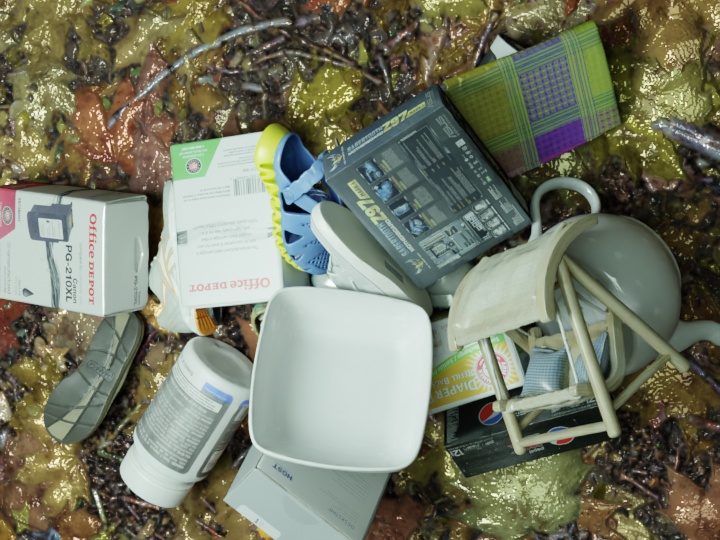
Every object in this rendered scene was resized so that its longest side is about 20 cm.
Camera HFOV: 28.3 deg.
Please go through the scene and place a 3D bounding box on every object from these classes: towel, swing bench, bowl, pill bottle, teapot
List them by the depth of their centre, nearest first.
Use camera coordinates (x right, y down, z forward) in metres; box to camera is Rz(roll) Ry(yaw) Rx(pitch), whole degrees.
[{"bbox_3d":[0.202,0.070,1.512,0.201,0.129,0.199,56,152,-4],"label":"swing bench"},{"bbox_3d":[0.188,-0.184,1.598,0.198,0.023,0.145,-24,122,-4],"label":"towel"},{"bbox_3d":[-0.021,0.129,1.598,0.197,0.075,0.202,7,70,1],"label":"bowl"},{"bbox_3d":[0.285,0.008,1.604,0.196,0.146,0.202,14,133,48],"label":"teapot"},{"bbox_3d":[-0.218,0.195,1.810,0.113,0.114,0.201,36,107,9],"label":"pill bottle"}]

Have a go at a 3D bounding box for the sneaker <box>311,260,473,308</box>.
[{"bbox_3d":[0.039,-0.001,1.719,0.197,0.077,0.082,0,100,9],"label":"sneaker"}]

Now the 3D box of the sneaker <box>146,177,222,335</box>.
[{"bbox_3d":[-0.239,-0.015,1.808,0.091,0.075,0.203,-5,92,30],"label":"sneaker"}]

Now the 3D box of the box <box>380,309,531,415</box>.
[{"bbox_3d":[0.102,0.105,1.692,0.198,0.112,0.103,-19,91,19],"label":"box"}]

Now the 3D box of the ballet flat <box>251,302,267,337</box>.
[{"bbox_3d":[-0.063,0.114,1.772,0.200,0.071,0.071,47,109,6],"label":"ballet flat"}]

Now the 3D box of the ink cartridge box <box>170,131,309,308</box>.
[{"bbox_3d":[-0.146,-0.058,1.739,0.144,0.084,0.203,-5,86,24],"label":"ink cartridge box"}]

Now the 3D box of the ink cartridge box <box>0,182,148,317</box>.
[{"bbox_3d":[-0.371,-0.029,1.817,0.198,0.084,0.147,8,102,31],"label":"ink cartridge box"}]

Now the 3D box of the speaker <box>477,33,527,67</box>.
[{"bbox_3d":[0.140,-0.167,1.654,0.081,0.081,0.201,36,108,9],"label":"speaker"}]

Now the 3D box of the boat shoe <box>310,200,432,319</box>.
[{"bbox_3d":[0.000,0.000,1.629,0.068,0.073,0.200,-31,130,24],"label":"boat shoe"}]

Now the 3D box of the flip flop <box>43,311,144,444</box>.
[{"bbox_3d":[-0.343,0.141,1.878,0.081,0.058,0.201,31,92,16],"label":"flip flop"}]

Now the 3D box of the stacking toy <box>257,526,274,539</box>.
[{"bbox_3d":[-0.079,0.279,1.732,0.108,0.200,0.118,-11,96,19],"label":"stacking toy"}]

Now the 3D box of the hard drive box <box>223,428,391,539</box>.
[{"bbox_3d":[-0.049,0.229,1.673,0.155,0.201,0.077,39,127,-8],"label":"hard drive box"}]

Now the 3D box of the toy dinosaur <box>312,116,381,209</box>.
[{"bbox_3d":[0.027,-0.105,1.677,0.180,0.105,0.201,10,136,38],"label":"toy dinosaur"}]

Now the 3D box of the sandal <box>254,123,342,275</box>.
[{"bbox_3d":[-0.057,-0.073,1.638,0.086,0.080,0.201,12,139,30],"label":"sandal"}]

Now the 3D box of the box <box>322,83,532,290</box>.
[{"bbox_3d":[0.075,-0.089,1.582,0.157,0.051,0.200,-32,125,16],"label":"box"}]

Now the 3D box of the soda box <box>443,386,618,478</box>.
[{"bbox_3d":[0.200,0.179,1.685,0.198,0.064,0.071,-17,132,20],"label":"soda box"}]
